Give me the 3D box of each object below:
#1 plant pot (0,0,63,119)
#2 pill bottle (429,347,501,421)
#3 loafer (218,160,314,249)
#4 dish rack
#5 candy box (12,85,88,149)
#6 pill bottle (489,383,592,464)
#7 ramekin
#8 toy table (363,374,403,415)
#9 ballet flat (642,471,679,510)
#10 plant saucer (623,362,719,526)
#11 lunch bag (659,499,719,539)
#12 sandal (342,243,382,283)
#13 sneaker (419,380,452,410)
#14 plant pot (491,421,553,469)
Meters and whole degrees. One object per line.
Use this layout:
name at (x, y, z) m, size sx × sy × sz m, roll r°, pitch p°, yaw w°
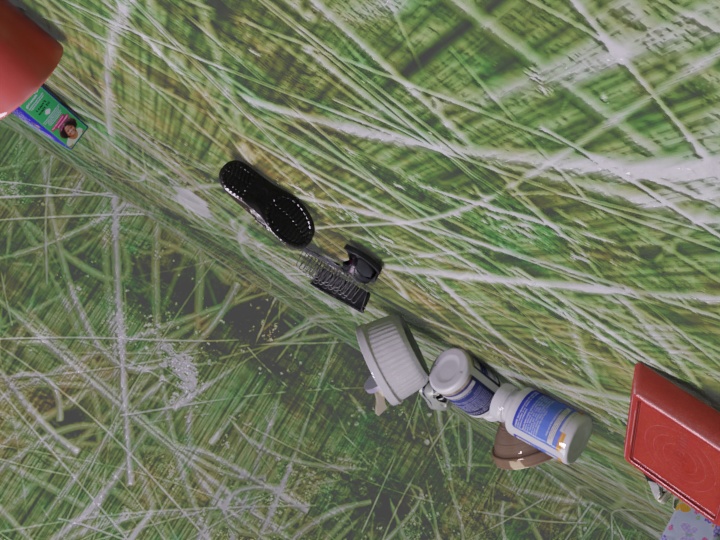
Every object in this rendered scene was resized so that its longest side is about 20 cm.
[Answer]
plant pot at (-0.591, -0.345, 1.338) m, size 0.200 × 0.201 × 0.177 m, roll 21°, pitch 157°, yaw 49°
pill bottle at (0.256, 0.268, 2.001) m, size 0.200 × 0.111 × 0.111 m, roll 38°, pitch 169°, yaw -35°
loafer at (-0.159, -0.116, 1.491) m, size 0.200 × 0.073 × 0.071 m, roll 44°, pitch 173°, yaw -20°
dish rack at (-0.068, 0.010, 1.885) m, size 0.153 × 0.055 × 0.200 m, roll 26°, pitch 169°, yaw 29°
candy box at (-0.747, -0.378, 1.991) m, size 0.169 × 0.077 × 0.200 m, roll 28°, pitch 172°, yaw 27°
pill bottle at (0.379, 0.317, 1.859) m, size 0.199 × 0.112 × 0.112 m, roll 26°, pitch 170°, yaw 35°
ramekin at (0.079, 0.197, 2.005) m, size 0.201 × 0.105 × 0.200 m, roll 62°, pitch -173°, yaw -14°
toy table at (0.099, 0.466, 3.440) m, size 0.117 × 0.184 × 0.200 m, roll 49°, pitch 180°, yaw -10°
ballet flat at (0.663, 0.467, 1.853) m, size 0.068 × 0.069 × 0.200 m, roll 36°, pitch 171°, yaw -31°
plant saucer at (0.438, 0.247, 1.186) m, size 0.200 × 0.037 × 0.200 m, roll 36°, pitch 150°, yaw 37°
lunch bag at (0.669, 0.494, 1.654) m, size 0.200 × 0.170 × 0.127 m, roll 38°, pitch 168°, yaw -37°
sandal at (0.001, 0.001, 1.618) m, size 0.075 × 0.048 × 0.200 m, roll 30°, pitch 171°, yaw 11°
sneaker at (0.276, 0.442, 3.015) m, size 0.080 × 0.077 × 0.200 m, roll 13°, pitch 163°, yaw 36°
plant pot at (0.380, 0.361, 1.983) m, size 0.093 × 0.200 × 0.201 m, roll 65°, pitch 165°, yaw -7°
